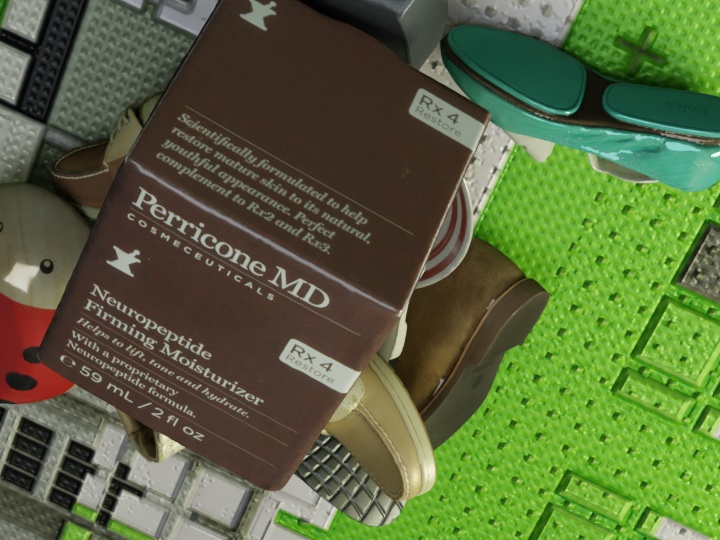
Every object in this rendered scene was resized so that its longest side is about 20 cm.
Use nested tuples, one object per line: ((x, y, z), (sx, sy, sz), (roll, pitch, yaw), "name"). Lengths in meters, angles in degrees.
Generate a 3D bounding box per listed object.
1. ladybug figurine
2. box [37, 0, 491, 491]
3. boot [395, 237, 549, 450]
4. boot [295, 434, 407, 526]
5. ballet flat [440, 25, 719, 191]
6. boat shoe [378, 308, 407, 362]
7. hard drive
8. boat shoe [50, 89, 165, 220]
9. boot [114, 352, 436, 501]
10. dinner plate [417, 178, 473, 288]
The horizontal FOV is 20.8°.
((-0.236, 0.027, 1.335), (0.135, 0.072, 0.201), (32, 139, 9), "ladybug figurine")
((-0.057, -0.018, 1.094), (0.165, 0.165, 0.200), (29, 140, -3), "box")
((0.049, 0.062, 1.331), (0.075, 0.073, 0.201), (44, 123, 19), "boot")
((-0.054, 0.095, 1.335), (0.200, 0.131, 0.068), (40, 79, -4), "boot")
((0.138, -0.092, 1.223), (0.198, 0.068, 0.071), (17, 133, 6), "ballet flat")
((0.000, 0.000, 1.242), (0.057, 0.067, 0.201), (-23, 145, -21), "boat shoe")
((-0.017, -0.158, 1.154), (0.134, 0.200, 0.043), (19, 84, 3), "hard drive")
((-0.120, -0.081, 1.260), (0.198, 0.076, 0.074), (-3, 122, 35), "boat shoe")
((-0.061, 0.086, 1.211), (0.201, 0.155, 0.073), (53, 149, 9), "boot")
((-0.014, -0.068, 1.261), (0.199, 0.024, 0.201), (21, 140, 19), "dinner plate")
